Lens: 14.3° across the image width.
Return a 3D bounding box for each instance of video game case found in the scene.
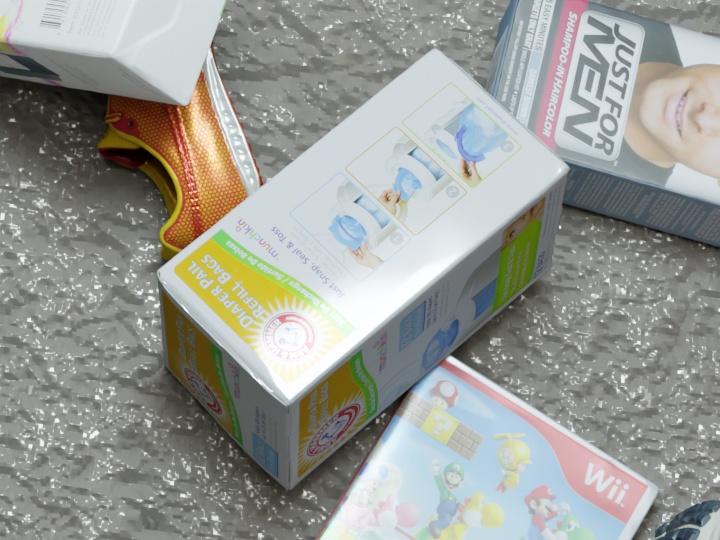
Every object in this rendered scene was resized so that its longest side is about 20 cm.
[{"bbox_3d":[0.049,0.158,1.495,0.143,0.017,0.200,32,68,3],"label":"video game case"}]

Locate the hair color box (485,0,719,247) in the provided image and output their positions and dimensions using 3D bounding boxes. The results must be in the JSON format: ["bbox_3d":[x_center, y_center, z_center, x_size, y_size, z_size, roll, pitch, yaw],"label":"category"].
[{"bbox_3d":[0.167,-0.079,1.577,0.199,0.061,0.099,16,68,-4],"label":"hair color box"}]

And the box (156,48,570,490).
[{"bbox_3d":[0.000,0.000,1.486,0.200,0.113,0.101,-39,70,-20],"label":"box"}]

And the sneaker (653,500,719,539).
[{"bbox_3d":[0.163,0.218,1.473,0.086,0.078,0.201,26,75,-12],"label":"sneaker"}]

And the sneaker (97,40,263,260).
[{"bbox_3d":[-0.112,-0.103,1.533,0.077,0.073,0.201,-18,72,-8],"label":"sneaker"}]

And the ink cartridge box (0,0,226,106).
[{"bbox_3d":[-0.161,-0.162,1.506,0.199,0.067,0.118,12,78,39],"label":"ink cartridge box"}]
